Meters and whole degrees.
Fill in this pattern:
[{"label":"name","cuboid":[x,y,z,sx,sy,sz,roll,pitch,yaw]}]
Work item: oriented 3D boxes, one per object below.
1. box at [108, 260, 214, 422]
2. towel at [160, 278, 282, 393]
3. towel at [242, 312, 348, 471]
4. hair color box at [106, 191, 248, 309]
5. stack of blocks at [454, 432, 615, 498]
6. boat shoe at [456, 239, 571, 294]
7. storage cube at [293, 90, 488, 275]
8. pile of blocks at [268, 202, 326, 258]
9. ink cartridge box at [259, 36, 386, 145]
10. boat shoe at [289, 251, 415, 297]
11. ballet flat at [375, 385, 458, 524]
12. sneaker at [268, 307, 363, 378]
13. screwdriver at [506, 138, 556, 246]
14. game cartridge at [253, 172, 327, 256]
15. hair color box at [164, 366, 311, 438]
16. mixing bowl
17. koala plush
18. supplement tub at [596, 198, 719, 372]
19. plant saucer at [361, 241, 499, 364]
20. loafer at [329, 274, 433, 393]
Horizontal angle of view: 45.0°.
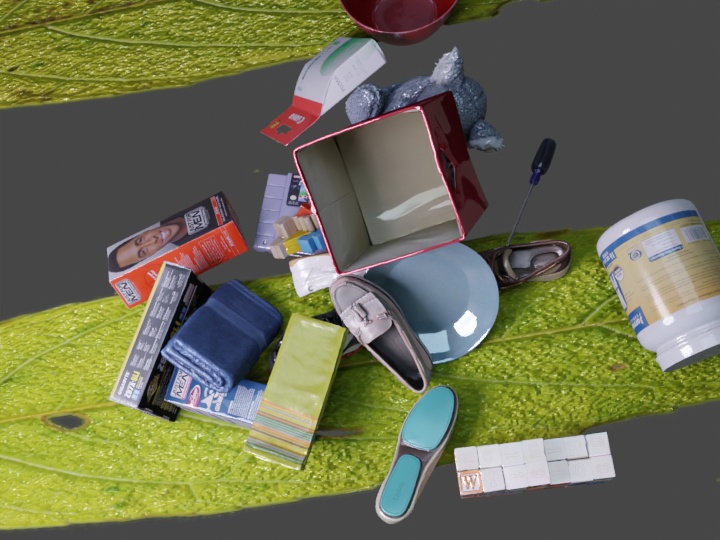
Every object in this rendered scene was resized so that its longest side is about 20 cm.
[{"label":"box","cuboid":[-0.271,0.105,1.231,0.049,0.160,0.201,16,76,13]},{"label":"towel","cuboid":[-0.186,0.091,1.215,0.111,0.200,0.049,36,118,-1]},{"label":"towel","cuboid":[-0.085,0.160,1.160,0.086,0.018,0.201,16,74,8]},{"label":"hair color box","cuboid":[-0.277,-0.032,1.306,0.199,0.061,0.102,-27,36,-1]},{"label":"stack of blocks","cuboid":[0.226,0.257,1.141,0.199,0.115,0.059,-8,72,4]},{"label":"boat shoe","cuboid":[0.206,-0.007,1.249,0.199,0.072,0.073,-10,71,5]},{"label":"storage cube","cuboid":[0.045,-0.117,1.118,0.199,0.180,0.172,-16,101,23]},{"label":"pile of blocks","cuboid":[-0.044,-0.078,1.258,0.199,0.062,0.082,-25,28,0]},{"label":"ink cartridge box","cuboid":[-0.071,-0.281,1.335,0.200,0.161,0.050,-39,115,-6]},{"label":"boat shoe","cuboid":[0.000,0.000,1.255,0.199,0.071,0.070,-9,93,5]},{"label":"ballet flat","cuboid":[0.079,0.253,1.190,0.069,0.070,0.201,26,72,14]},{"label":"sneaker","cuboid":[-0.050,0.095,1.239,0.200,0.098,0.071,-35,70,-5]},{"label":"screwdriver","cuboid":[0.248,-0.115,1.287,0.028,0.029,0.201,36,68,-20]},{"label":"game cartridge","cuboid":[-0.056,-0.080,1.329,0.199,0.038,0.130,7,78,10]},{"label":"hair color box","cuboid":[-0.162,0.187,1.222,0.199,0.100,0.061,13,74,11]},{"label":"mixing bowl","cuboid":[0.067,-0.437,1.385,0.199,0.108,0.201,-2,73,7]},{"label":"koala plush","cuboid":[0.113,-0.224,1.246,0.183,0.200,0.178,-29,96,-25]},{"label":"supplement tub","cuboid":[0.423,0.021,1.173,0.144,0.145,0.201,-20,71,1]},{"label":"plant saucer","cuboid":[0.094,0.038,1.226,0.200,0.039,0.202,0,115,1]},{"label":"loafer","cuboid":[0.033,0.087,1.193,0.072,0.063,0.200,-37,110,16]}]
